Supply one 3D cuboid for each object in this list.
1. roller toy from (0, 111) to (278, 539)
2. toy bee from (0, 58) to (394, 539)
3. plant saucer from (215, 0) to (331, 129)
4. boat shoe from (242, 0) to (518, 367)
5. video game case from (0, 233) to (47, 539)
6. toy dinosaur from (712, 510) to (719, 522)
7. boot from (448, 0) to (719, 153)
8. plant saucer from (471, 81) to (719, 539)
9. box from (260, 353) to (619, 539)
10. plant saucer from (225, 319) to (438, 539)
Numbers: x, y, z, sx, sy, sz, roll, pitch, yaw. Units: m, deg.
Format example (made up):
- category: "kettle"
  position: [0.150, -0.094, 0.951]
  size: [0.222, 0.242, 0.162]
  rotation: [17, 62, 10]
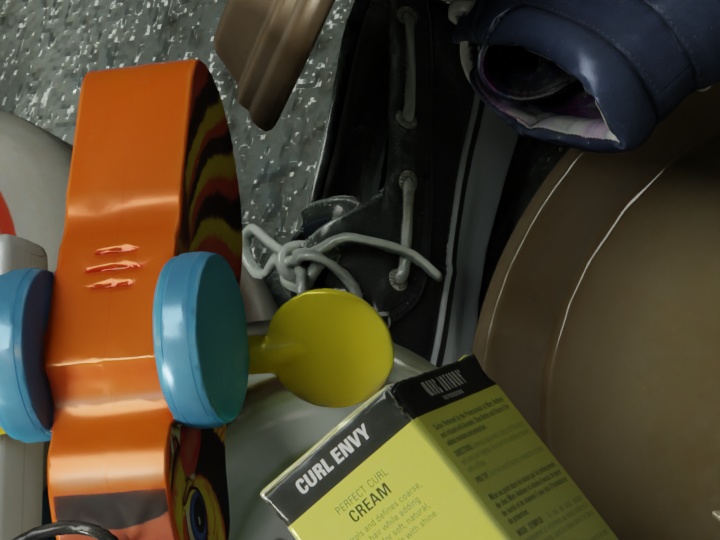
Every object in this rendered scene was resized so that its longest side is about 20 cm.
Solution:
- category: "roller toy"
  position: [-0.127, 0.043, 0.957]
  size: [0.182, 0.140, 0.201]
  rotation: [-11, 61, 37]
- category: "toy bee"
  position: [-0.067, 0.045, 0.777]
  size: [0.130, 0.109, 0.200]
  rotation: [13, 54, 27]
- category: "plant saucer"
  position: [0.001, -0.140, 0.860]
  size: [0.200, 0.029, 0.201]
  rotation: [-156, 90, -87]
- category: "boat shoe"
  position: [0.002, -0.001, 0.908]
  size: [0.073, 0.068, 0.200]
  rotation: [-8, 61, 55]
- category: "video game case"
  position: [-0.166, 0.104, 0.859]
  size: [0.181, 0.024, 0.201]
  rotation: [-16, 65, 38]
- category: "toy dinosaur"
  position: [0.200, 0.058, 0.717]
  size: [0.199, 0.058, 0.101]
  rotation: [-29, 44, 4]
- category: "boot"
  position: [0.053, -0.095, 0.887]
  size: [0.090, 0.073, 0.200]
  rotation: [-38, 28, -17]
- category: "plant saucer"
  position: [0.118, 0.021, 0.831]
  size: [0.199, 0.029, 0.201]
  rotation: [-21, 55, 32]
- category: "box"
  position: [0.062, 0.117, 0.728]
  size: [0.050, 0.075, 0.200]
  rotation: [-41, 82, 18]
- category: "plant saucer"
  position: [-0.002, 0.111, 0.841]
  size: [0.199, 0.050, 0.201]
  rotation: [7, 103, 34]
